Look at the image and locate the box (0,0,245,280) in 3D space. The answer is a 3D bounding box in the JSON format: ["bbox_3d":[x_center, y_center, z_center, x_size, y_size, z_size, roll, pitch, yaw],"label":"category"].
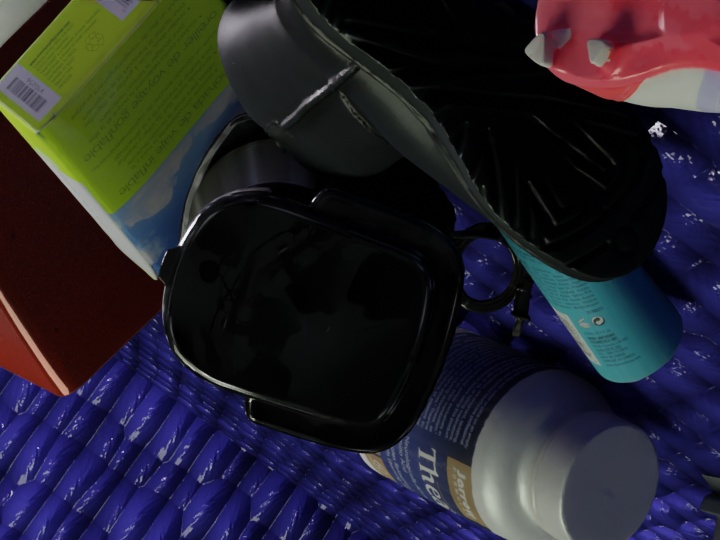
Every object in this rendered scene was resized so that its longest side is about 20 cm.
[{"bbox_3d":[-0.106,-0.080,1.257,0.048,0.122,0.200,36,170,28],"label":"box"}]

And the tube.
[{"bbox_3d":[0.088,-0.024,1.132,0.077,0.051,0.200,16,153,49],"label":"tube"}]

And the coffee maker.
[{"bbox_3d":[0.000,0.000,1.176,0.190,0.136,0.200,-5,-166,-1],"label":"coffee maker"}]

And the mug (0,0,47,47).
[{"bbox_3d":[-0.163,-0.191,0.926,0.175,0.148,0.200,45,129,-11],"label":"mug"}]

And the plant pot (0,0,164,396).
[{"bbox_3d":[-0.195,-0.069,1.437,0.177,0.200,0.200,53,162,-25],"label":"plant pot"}]

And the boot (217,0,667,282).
[{"bbox_3d":[0.030,-0.066,1.026,0.200,0.077,0.168,42,166,-4],"label":"boot"}]

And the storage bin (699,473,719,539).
[{"bbox_3d":[0.246,0.192,1.222,0.145,0.135,0.200,17,176,-25],"label":"storage bin"}]

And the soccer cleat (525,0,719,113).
[{"bbox_3d":[0.140,-0.073,0.758,0.076,0.067,0.199,2,-172,-42],"label":"soccer cleat"}]

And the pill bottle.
[{"bbox_3d":[0.091,0.107,1.493,0.199,0.111,0.111,22,163,50],"label":"pill bottle"}]
